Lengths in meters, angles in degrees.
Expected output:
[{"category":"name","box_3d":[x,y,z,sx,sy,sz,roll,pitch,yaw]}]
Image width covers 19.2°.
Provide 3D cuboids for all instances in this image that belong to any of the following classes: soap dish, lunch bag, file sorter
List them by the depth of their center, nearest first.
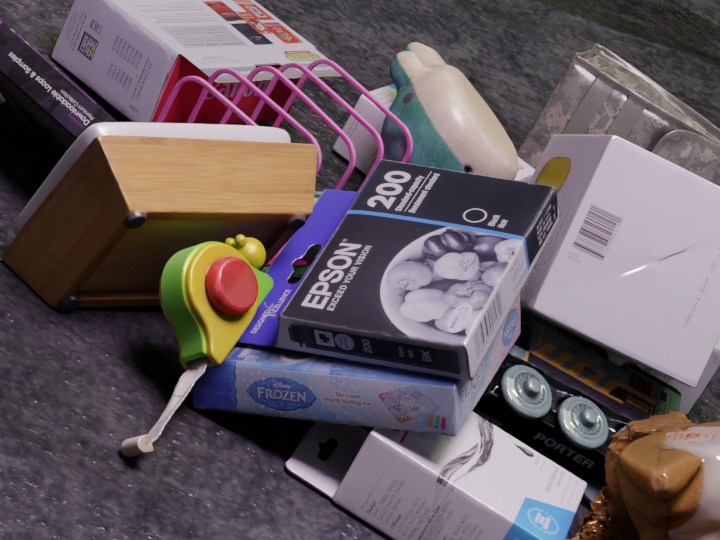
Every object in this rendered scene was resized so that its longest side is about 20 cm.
[{"category":"soap dish","box_3d":[-0.143,-0.037,1.577,0.199,0.157,0.082,0,57,-40]},{"category":"file sorter","box_3d":[-0.072,-0.094,1.783,0.139,0.126,0.200,41,28,20]},{"category":"lunch bag","box_3d":[0.263,-0.099,2.098,0.200,0.164,0.118,34,21,9]}]

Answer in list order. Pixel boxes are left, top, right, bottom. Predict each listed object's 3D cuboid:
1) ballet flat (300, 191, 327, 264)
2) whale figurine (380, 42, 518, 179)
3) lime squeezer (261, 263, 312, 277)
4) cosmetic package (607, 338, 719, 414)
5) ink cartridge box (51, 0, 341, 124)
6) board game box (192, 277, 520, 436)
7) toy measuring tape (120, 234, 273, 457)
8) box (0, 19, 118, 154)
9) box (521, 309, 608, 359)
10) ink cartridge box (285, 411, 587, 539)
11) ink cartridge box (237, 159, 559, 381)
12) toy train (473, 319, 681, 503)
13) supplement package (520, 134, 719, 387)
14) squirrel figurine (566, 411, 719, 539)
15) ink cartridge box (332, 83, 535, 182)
[{"category":"ballet flat","box_3d":[0.000,0.000,1.753,0.200,0.069,0.070,33,15,-51]},{"category":"whale figurine","box_3d":[0.065,-0.127,1.907,0.159,0.104,0.200,47,12,-31]},{"category":"lime squeezer","box_3d":[0.016,-0.002,1.647,0.199,0.071,0.038,-7,79,-10]},{"category":"cosmetic package","box_3d":[0.258,0.031,1.963,0.112,0.081,0.200,24,26,-14]},{"category":"ink cartridge box","box_3d":[-0.141,-0.184,1.905,0.175,0.084,0.200,38,27,27]},{"category":"board game box","box_3d":[0.002,0.056,1.586,0.198,0.044,0.200,6,21,16]},{"category":"toy measuring tape","box_3d":[-0.125,0.039,1.489,0.073,0.074,0.200,32,52,3]},{"category":"box","box_3d":[-0.227,-0.116,1.679,0.200,0.036,0.143,42,-9,20]},{"category":"box","box_3d":[0.147,0.062,1.835,0.136,0.040,0.200,22,27,-16]},{"category":"ink cartridge box","box_3d":[0.057,0.150,1.553,0.199,0.067,0.116,32,26,3]},{"category":"ink cartridge box","box_3d":[0.022,-0.007,1.561,0.199,0.044,0.198,8,40,22]},{"category":"toy train","box_3d":[0.168,0.110,1.698,0.199,0.085,0.114,28,46,-11]},{"category":"supplement package","box_3d":[0.213,-0.013,1.742,0.150,0.152,0.200,25,0,-9]},{"category":"squirrel figurine","box_3d":[0.239,0.206,1.534,0.141,0.188,0.200,-11,11,-23]},{"category":"ink cartridge box","box_3d":[0.087,-0.092,2.012,0.200,0.068,0.116,38,28,14]}]
